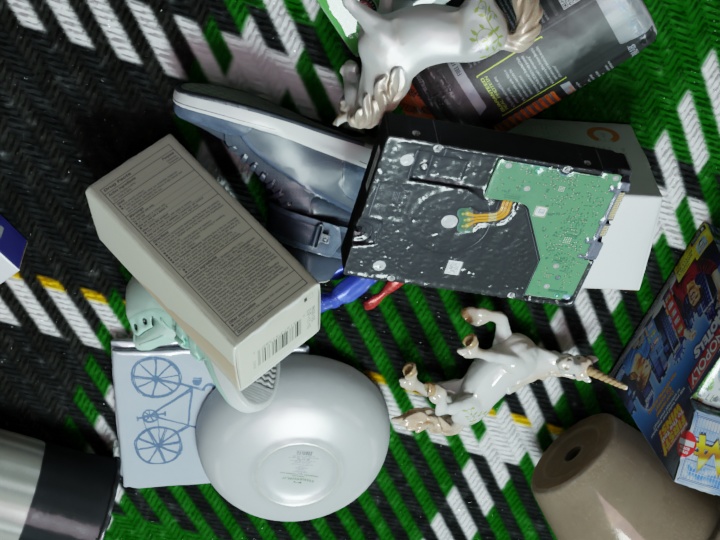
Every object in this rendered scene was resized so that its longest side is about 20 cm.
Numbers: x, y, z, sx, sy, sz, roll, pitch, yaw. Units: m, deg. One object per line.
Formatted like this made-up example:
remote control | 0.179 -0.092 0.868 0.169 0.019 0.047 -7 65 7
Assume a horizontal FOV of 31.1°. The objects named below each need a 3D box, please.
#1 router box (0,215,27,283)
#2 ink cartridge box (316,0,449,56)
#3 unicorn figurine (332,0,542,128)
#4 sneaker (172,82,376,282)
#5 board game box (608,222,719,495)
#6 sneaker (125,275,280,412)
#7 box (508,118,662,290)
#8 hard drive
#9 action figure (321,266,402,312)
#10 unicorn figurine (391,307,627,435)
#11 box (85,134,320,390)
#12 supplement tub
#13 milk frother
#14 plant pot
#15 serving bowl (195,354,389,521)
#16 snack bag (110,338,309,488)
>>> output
router box | -0.429 -0.033 1.140 0.179 0.049 0.200 -31 121 16
ink cartridge box | 0.041 -0.282 0.978 0.199 0.083 0.147 -27 122 16
unicorn figurine | 0.039 -0.178 0.948 0.198 0.074 0.139 -4 105 27
sneaker | -0.082 -0.068 1.104 0.201 0.077 0.147 19 104 -17
board game box | 0.314 0.096 1.187 0.061 0.201 0.201 16 123 -14
sneaker | -0.145 0.060 1.153 0.073 0.202 0.118 7 138 -45
box | 0.142 -0.061 1.114 0.198 0.125 0.098 3 125 -5
hard drive | 0.096 -0.045 1.010 0.198 0.038 0.141 8 130 -12
action figure | 0.000 0.000 1.177 0.199 0.066 0.052 -28 148 -1
unicorn figurine | 0.133 0.098 1.254 0.137 0.074 0.199 30 132 -35
box | -0.130 -0.009 1.073 0.095 0.200 0.078 -35 155 -21
supplement tub | 0.123 -0.185 1.027 0.199 0.123 0.123 -30 122 16
milk frother | -0.352 0.267 1.263 0.186 0.201 0.181 17 126 -15
plant pot | 0.270 0.244 1.310 0.200 0.201 0.175 -38 102 21
serving bowl | -0.064 0.180 1.283 0.198 0.066 0.202 -4 125 -6
snack bag | -0.147 0.141 1.297 0.198 0.021 0.190 -2 125 -6
